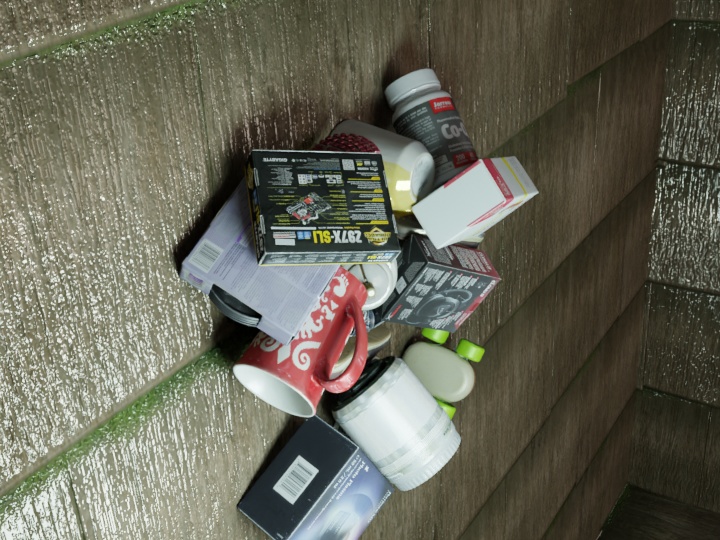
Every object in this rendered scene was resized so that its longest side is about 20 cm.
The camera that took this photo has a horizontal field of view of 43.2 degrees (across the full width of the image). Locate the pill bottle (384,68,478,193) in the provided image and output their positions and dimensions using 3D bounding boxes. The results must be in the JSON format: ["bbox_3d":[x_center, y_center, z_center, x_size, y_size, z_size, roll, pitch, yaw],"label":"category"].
[{"bbox_3d":[0.123,-0.240,1.580,0.114,0.114,0.201,-10,75,-58],"label":"pill bottle"}]

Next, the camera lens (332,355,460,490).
[{"bbox_3d":[0.060,0.265,1.608,0.200,0.160,0.160,50,47,-4],"label":"camera lens"}]

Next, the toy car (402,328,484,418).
[{"bbox_3d":[0.180,0.210,1.917,0.165,0.157,0.200,-64,162,3],"label":"toy car"}]

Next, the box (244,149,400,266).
[{"bbox_3d":[-0.054,-0.088,1.273,0.199,0.049,0.160,-2,69,-21],"label":"box"}]

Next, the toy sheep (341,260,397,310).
[{"bbox_3d":[0.000,0.000,1.520,0.200,0.137,0.139,-99,-171,-70],"label":"toy sheep"}]

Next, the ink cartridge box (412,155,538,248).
[{"bbox_3d":[0.196,-0.117,1.518,0.084,0.145,0.200,57,27,7],"label":"ink cartridge box"}]

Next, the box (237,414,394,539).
[{"bbox_3d":[-0.068,0.385,1.541,0.200,0.123,0.199,-50,144,-14],"label":"box"}]

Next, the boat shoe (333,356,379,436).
[{"bbox_3d":[0.008,0.258,1.715,0.201,0.062,0.073,-63,148,-21],"label":"boat shoe"}]

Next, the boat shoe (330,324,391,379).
[{"bbox_3d":[-0.015,0.150,1.634,0.200,0.072,0.065,-31,139,-54],"label":"boat shoe"}]

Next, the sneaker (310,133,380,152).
[{"bbox_3d":[-0.058,-0.148,1.410,0.199,0.081,0.075,-29,138,-20],"label":"sneaker"}]

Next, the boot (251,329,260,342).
[{"bbox_3d":[-0.126,0.020,1.416,0.200,0.072,0.167,-43,124,-42],"label":"boot"}]

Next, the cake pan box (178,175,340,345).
[{"bbox_3d":[-0.127,-0.019,1.271,0.200,0.184,0.052,-60,-179,-29],"label":"cake pan box"}]

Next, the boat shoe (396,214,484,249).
[{"bbox_3d":[0.139,-0.051,1.630,0.199,0.074,0.074,5,112,-35],"label":"boat shoe"}]

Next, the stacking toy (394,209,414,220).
[{"bbox_3d":[0.085,-0.125,1.661,0.200,0.146,0.147,-34,132,-27],"label":"stacking toy"}]

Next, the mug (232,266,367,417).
[{"bbox_3d":[-0.061,0.102,1.328,0.201,0.177,0.134,-61,164,-26],"label":"mug"}]

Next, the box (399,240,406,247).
[{"bbox_3d":[0.119,0.000,1.769,0.078,0.095,0.200,-60,145,-24],"label":"box"}]

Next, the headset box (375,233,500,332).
[{"bbox_3d":[0.138,0.028,1.615,0.199,0.077,0.149,10,130,-38],"label":"headset box"}]

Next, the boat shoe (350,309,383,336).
[{"bbox_3d":[-0.008,0.084,1.612,0.200,0.068,0.072,-15,114,-56],"label":"boat shoe"}]

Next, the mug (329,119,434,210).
[{"bbox_3d":[0.034,-0.148,1.508,0.149,0.153,0.188,9,94,-60],"label":"mug"}]
